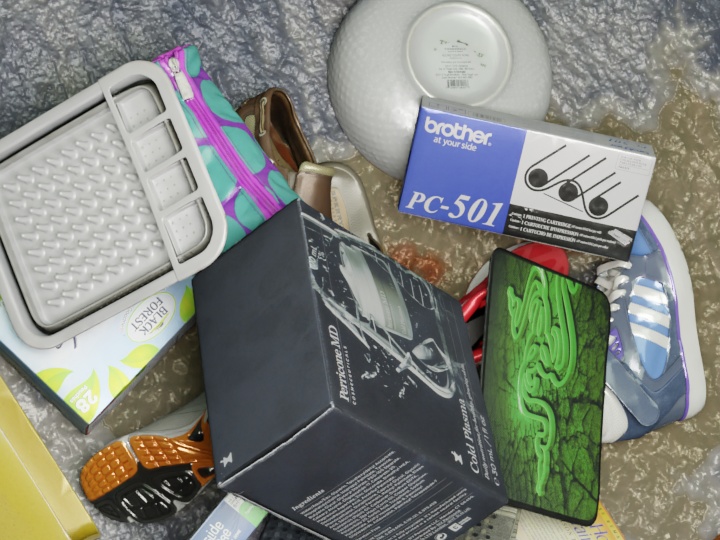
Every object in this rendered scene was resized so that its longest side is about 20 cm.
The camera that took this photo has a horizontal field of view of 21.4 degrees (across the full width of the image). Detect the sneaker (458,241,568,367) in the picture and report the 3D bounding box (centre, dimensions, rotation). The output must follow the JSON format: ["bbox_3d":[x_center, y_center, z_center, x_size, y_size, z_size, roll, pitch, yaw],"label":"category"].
[{"bbox_3d":[0.126,0.032,1.586,0.200,0.115,0.078,-43,97,-29],"label":"sneaker"}]

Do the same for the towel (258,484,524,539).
[{"bbox_3d":[0.021,0.218,1.485,0.199,0.035,0.193,9,45,13],"label":"towel"}]

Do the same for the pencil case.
[{"bbox_3d":[-0.114,-0.084,1.515,0.085,0.093,0.200,-29,70,-23],"label":"pencil case"}]

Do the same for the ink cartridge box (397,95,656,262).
[{"bbox_3d":[0.137,-0.076,1.591,0.199,0.044,0.095,12,109,0],"label":"ink cartridge box"}]

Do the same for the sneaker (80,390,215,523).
[{"bbox_3d":[-0.131,0.137,1.540,0.199,0.092,0.076,-25,100,15],"label":"sneaker"}]

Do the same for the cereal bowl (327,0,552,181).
[{"bbox_3d":[0.076,-0.175,1.649,0.199,0.083,0.201,3,78,-12],"label":"cereal bowl"}]

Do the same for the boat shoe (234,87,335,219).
[{"bbox_3d":[-0.055,-0.062,1.568,0.074,0.075,0.203,2,56,-50],"label":"boat shoe"}]

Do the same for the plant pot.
[{"bbox_3d":[-0.331,0.170,1.445,0.176,0.200,0.201,-33,87,-4],"label":"plant pot"}]

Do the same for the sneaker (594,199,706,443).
[{"bbox_3d":[0.207,0.047,1.633,0.146,0.081,0.201,-12,87,-18],"label":"sneaker"}]

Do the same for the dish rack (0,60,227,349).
[{"bbox_3d":[-0.200,-0.048,1.477,0.199,0.044,0.172,-27,77,17],"label":"dish rack"}]

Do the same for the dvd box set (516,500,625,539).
[{"bbox_3d":[0.131,0.241,1.541,0.199,0.030,0.147,-3,41,-28],"label":"dvd box set"}]

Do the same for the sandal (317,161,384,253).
[{"bbox_3d":[0.000,0.000,1.611,0.081,0.055,0.201,-12,83,-14],"label":"sandal"}]

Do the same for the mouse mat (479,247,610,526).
[{"bbox_3d":[0.148,0.095,1.529,0.160,0.008,0.201,20,68,-43],"label":"mouse mat"}]

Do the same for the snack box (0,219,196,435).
[{"bbox_3d":[-0.214,0.003,1.557,0.169,0.068,0.200,44,74,1],"label":"snack box"}]

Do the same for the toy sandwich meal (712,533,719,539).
[{"bbox_3d":[0.370,0.303,1.622,0.204,0.070,0.207,2,78,-12],"label":"toy sandwich meal"}]

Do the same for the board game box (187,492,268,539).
[{"bbox_3d":[-0.141,0.244,1.465,0.034,0.135,0.200,39,88,0],"label":"board game box"}]

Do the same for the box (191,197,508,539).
[{"bbox_3d":[-0.011,0.088,1.424,0.196,0.124,0.201,30,35,-38],"label":"box"}]

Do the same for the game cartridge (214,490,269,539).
[{"bbox_3d":[-0.045,0.177,1.579,0.129,0.038,0.201,22,75,-3],"label":"game cartridge"}]
